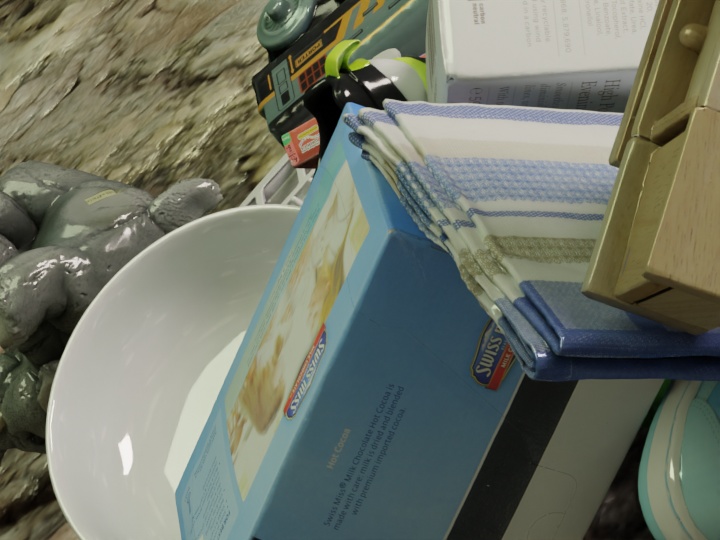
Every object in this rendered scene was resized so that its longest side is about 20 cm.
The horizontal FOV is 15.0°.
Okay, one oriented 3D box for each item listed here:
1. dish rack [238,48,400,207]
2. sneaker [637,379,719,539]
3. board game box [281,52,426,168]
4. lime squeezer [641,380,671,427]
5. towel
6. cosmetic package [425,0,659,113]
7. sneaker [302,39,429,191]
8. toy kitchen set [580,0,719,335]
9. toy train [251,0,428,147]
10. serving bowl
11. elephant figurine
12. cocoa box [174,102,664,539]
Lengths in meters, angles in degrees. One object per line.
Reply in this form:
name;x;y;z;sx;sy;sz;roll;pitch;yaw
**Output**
dish rack;-0.018;-0.019;1.455;0.172;0.043;0.200;-47;18;17
sneaker;0.188;0.017;1.034;0.130;0.079;0.201;-19;46;51
board game box;0.068;-0.097;1.261;0.199;0.020;0.103;-28;-14;29
lime squeezer;0.110;0.041;1.179;0.200;0.038;0.071;-20;36;49
towel;0.091;-0.012;0.997;0.200;0.146;0.024;-126;42;-56
cosmetic package;0.128;-0.096;1.136;0.102;0.199;0.075;93;174;-71
sneaker;0.000;0.000;1.199;0.072;0.082;0.201;4;96;54
toy kitchen set;0.066;-0.099;0.918;0.163;0.179;0.201;136;152;-80
toy train;0.019;-0.141;1.571;0.200;0.085;0.114;-37;38;20
serving bowl;-0.049;0.071;1.314;0.199;0.066;0.201;-11;60;20
elephant figurine;-0.163;0.046;1.556;0.155;0.201;0.141;19;45;34
cocoa box;0.021;0.060;1.104;0.134;0.131;0.201;-107;39;-64
